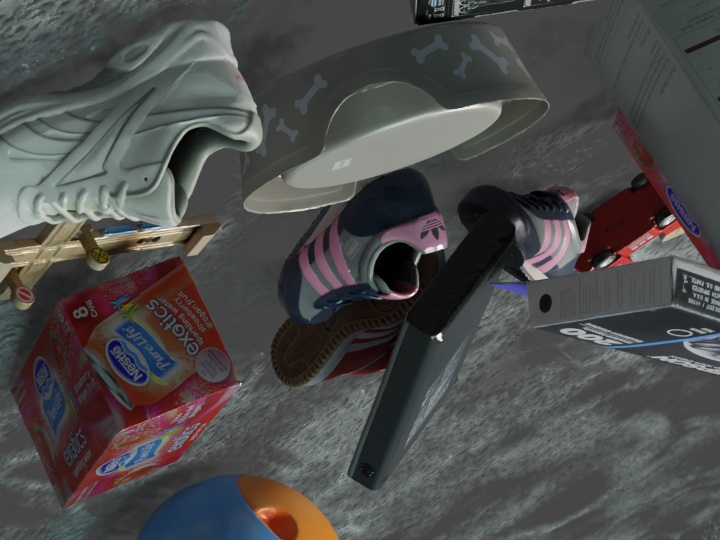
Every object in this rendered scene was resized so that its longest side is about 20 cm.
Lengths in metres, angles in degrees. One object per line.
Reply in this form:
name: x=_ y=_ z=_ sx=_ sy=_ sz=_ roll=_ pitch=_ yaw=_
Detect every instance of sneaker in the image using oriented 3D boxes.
sneaker: x=0.135 y=-0.044 z=1.711 sx=0.082 sy=0.070 sz=0.200 roll=-53 pitch=159 yaw=-4
sneaker: x=0.025 y=0.026 z=1.687 sx=0.112 sy=0.071 sz=0.200 roll=-5 pitch=155 yaw=-44
sneaker: x=-0.145 y=-0.058 z=1.199 sx=0.200 sy=0.099 sz=0.078 roll=-32 pitch=160 yaw=3
sneaker: x=0.000 y=0.000 z=1.549 sx=0.070 sy=0.082 sz=0.200 roll=-19 pitch=158 yaw=-31

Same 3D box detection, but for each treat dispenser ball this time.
treat dispenser ball: x=-0.111 y=0.284 z=1.924 sx=0.201 sy=0.201 sz=0.201 roll=-27 pitch=160 yaw=-10

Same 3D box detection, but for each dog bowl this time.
dog bowl: x=0.014 y=-0.096 z=1.329 sx=0.200 sy=0.059 sz=0.200 roll=-18 pitch=172 yaw=-3

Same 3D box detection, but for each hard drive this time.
hard drive: x=0.055 y=0.063 z=1.638 sx=0.140 sy=0.033 sz=0.200 roll=-51 pitch=167 yaw=-40

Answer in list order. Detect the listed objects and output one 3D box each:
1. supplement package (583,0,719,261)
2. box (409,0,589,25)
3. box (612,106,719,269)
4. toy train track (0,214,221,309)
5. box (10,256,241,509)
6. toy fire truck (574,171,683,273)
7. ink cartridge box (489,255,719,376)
supplement package: x=0.262 y=-0.123 z=1.470 sx=0.117 sy=0.200 sz=0.117 roll=-24 pitch=160 yaw=-17
box: x=0.107 y=-0.213 z=1.193 sx=0.160 sy=0.044 sz=0.200 roll=-9 pitch=158 yaw=-3
box: x=0.290 y=-0.075 z=1.625 sx=0.095 sy=0.200 sz=0.103 roll=-27 pitch=161 yaw=-15
toy train track: x=-0.167 y=-0.008 z=1.388 sx=0.200 sy=0.033 sz=0.115 roll=-10 pitch=152 yaw=-46
box: x=-0.166 y=0.080 z=1.465 sx=0.095 sy=0.100 sz=0.200 roll=-20 pitch=167 yaw=-25
toy fire truck: x=0.281 y=-0.057 z=1.880 sx=0.200 sy=0.049 sz=0.141 roll=-36 pitch=160 yaw=15
ink cartridge box: x=0.228 y=0.039 z=1.562 sx=0.198 sy=0.043 sz=0.200 roll=16 pitch=166 yaw=-34
